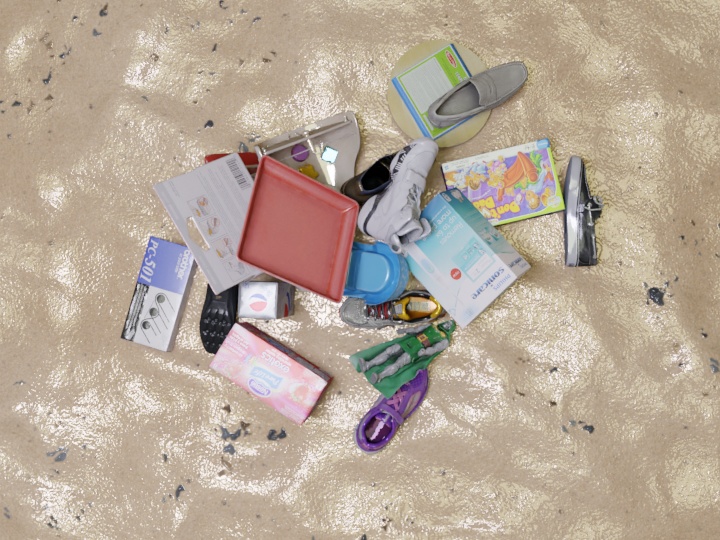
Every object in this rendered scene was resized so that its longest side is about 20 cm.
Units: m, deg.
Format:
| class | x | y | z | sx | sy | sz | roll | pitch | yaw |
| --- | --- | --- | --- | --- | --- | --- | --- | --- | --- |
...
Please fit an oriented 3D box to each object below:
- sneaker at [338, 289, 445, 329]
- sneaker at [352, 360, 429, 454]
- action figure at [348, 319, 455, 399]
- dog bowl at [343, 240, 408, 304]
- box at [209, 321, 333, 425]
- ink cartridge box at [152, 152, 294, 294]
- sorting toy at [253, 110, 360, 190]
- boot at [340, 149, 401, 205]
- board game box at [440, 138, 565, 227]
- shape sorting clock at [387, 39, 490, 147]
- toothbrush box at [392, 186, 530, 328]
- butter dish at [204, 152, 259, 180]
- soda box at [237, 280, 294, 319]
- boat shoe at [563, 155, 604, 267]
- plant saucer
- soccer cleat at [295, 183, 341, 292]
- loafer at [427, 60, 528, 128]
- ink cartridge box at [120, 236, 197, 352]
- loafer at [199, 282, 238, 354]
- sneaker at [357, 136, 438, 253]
| class | x | y | z | sx | sy | sz | roll | pitch | yaw |
| --- | --- | --- | --- | --- | --- | --- | --- | --- | --- |
| sneaker | 0.059 | 0.065 | 1.428 | 0.199 | 0.082 | 0.078 | -7 | 88 | 5 |
| sneaker | 0.058 | 0.248 | 1.416 | 0.080 | 0.088 | 0.200 | 34 | 87 | 8 |
| action figure | 0.092 | 0.140 | 1.411 | 0.200 | 0.055 | 0.118 | -27 | 52 | -25 |
| dog bowl | 0.000 | 0.000 | 1.410 | 0.200 | 0.050 | 0.112 | 10 | 90 | 36 |
| box | -0.159 | 0.185 | 1.429 | 0.200 | 0.103 | 0.095 | 32 | 90 | 4 |
| ink cartridge box | -0.224 | -0.073 | 1.270 | 0.176 | 0.045 | 0.200 | -30 | 90 | -40 |
| sorting toy | -0.088 | -0.172 | 1.441 | 0.200 | 0.107 | 0.180 | -24 | 104 | -21 |
| boot | 0.063 | -0.175 | 1.416 | 0.200 | 0.097 | 0.075 | -30 | 94 | -14 |
| board game box | 0.260 | -0.152 | 1.443 | 0.199 | 0.045 | 0.135 | -14 | 87 | 4 |
| shape sorting clock | 0.149 | -0.329 | 1.462 | 0.199 | 0.039 | 0.201 | 0 | 91 | 0 |
| toothbrush box | 0.175 | -0.023 | 1.385 | 0.200 | 0.085 | 0.146 | 49 | 121 | 9 |
| butter dish | -0.227 | -0.101 | 1.426 | 0.148 | 0.200 | 0.200 | -27 | 88 | 27 |
| soda box | -0.162 | 0.051 | 1.386 | 0.068 | 0.200 | 0.064 | 3 | 89 | 3 |
| boat shoe | 0.404 | -0.106 | 1.415 | 0.068 | 0.074 | 0.200 | 0 | 88 | 7 |
| plant saucer | -0.106 | -0.063 | 1.299 | 0.200 | 0.037 | 0.200 | 24 | 60 | -26 |
| soccer cleat | -0.090 | -0.060 | 1.404 | 0.069 | 0.077 | 0.201 | 22 | 96 | 42 |
| loafer | 0.213 | -0.316 | 1.408 | 0.200 | 0.070 | 0.070 | -31 | 91 | 0 |
| ink cartridge box | -0.376 | 0.044 | 1.480 | 0.094 | 0.044 | 0.201 | 16 | 88 | 3 |
| loafer | -0.257 | 0.058 | 1.461 | 0.068 | 0.070 | 0.201 | 9 | 105 | 6 |
| sneaker | 0.087 | -0.124 | 1.332 | 0.200 | 0.075 | 0.115 | -54 | 47 | 8 |
